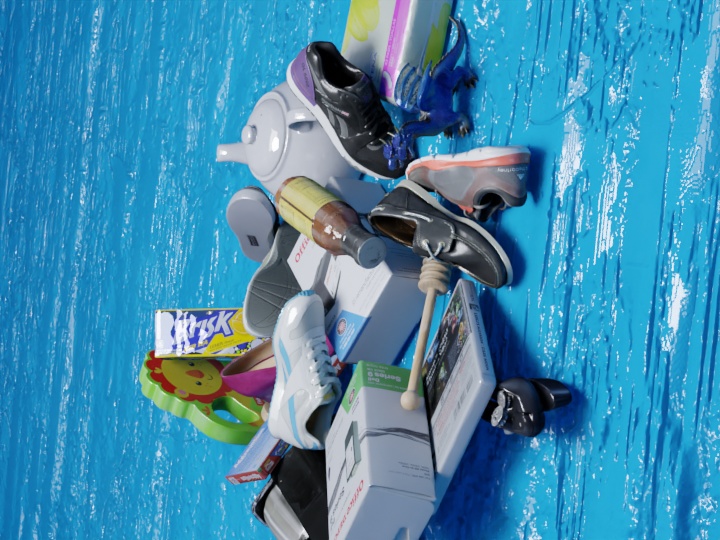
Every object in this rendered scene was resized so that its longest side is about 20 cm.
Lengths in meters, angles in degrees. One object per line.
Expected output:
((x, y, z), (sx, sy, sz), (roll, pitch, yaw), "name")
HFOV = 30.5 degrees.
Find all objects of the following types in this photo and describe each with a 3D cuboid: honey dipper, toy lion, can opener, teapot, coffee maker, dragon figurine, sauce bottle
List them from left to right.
((-0.217, 0.176, 1.897), (0.200, 0.190, 0.069), (53, 129, 45), "toy lion")
((-0.090, -0.177, 1.781), (0.198, 0.145, 0.201), (57, 131, 43), "teapot")
((-0.036, -0.056, 1.605), (0.200, 0.065, 0.067), (40, 119, 50), "sauce bottle")
((-0.025, 0.303, 1.635), (0.200, 0.134, 0.194), (45, 123, 49), "coffee maker")
((0.074, 0.069, 1.530), (0.038, 0.038, 0.202), (-27, 42, 53), "honey dipper")
((0.080, -0.213, 1.556), (0.059, 0.099, 0.202), (5, 85, 57), "dragon figurine")
((0.152, 0.143, 1.438), (0.200, 0.078, 0.064), (180, 95, -67), "can opener")

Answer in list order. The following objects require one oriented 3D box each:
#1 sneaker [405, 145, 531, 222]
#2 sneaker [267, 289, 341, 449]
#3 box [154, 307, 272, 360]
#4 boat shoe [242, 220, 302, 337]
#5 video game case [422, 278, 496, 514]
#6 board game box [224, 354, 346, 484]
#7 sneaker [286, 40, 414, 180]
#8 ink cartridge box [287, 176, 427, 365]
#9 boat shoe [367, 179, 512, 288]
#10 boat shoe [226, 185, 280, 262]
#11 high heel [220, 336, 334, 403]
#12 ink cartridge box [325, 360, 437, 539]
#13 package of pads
((0.118, -0.094, 1.513), (0.199, 0.076, 0.083), (-4, 93, 60), "sneaker")
((-0.061, 0.122, 1.628), (0.080, 0.076, 0.202), (17, 112, 35), "sneaker")
((-0.187, 0.089, 1.860), (0.064, 0.198, 0.071), (50, -141, -81), "box")
((-0.115, 0.018, 1.819), (0.065, 0.074, 0.203), (119, 169, -50), "boat shoe")
((0.099, 0.141, 1.492), (0.183, 0.023, 0.201), (-97, 22, -54), "video game case")
((-0.096, 0.196, 1.744), (0.201, 0.019, 0.103), (-54, 16, -28), "board game box")
((-0.005, -0.195, 1.620), (0.076, 0.200, 0.087), (-49, 8, -26), "sneaker")
((0.000, 0.000, 1.670), (0.146, 0.083, 0.201), (-61, 40, 29), "ink cartridge box")
((0.092, -0.030, 1.516), (0.199, 0.067, 0.072), (36, 147, 35), "boat shoe")
((-0.147, -0.076, 1.868), (0.200, 0.068, 0.057), (90, -169, -66), "boat shoe")
((-0.094, 0.096, 1.760), (0.200, 0.096, 0.068), (-51, 43, 11), "high heel")
((0.020, 0.227, 1.512), (0.201, 0.083, 0.147), (-95, 22, -52), "ink cartridge box")
((0.044, -0.313, 1.656), (0.154, 0.068, 0.202), (28, 109, 55), "package of pads")
